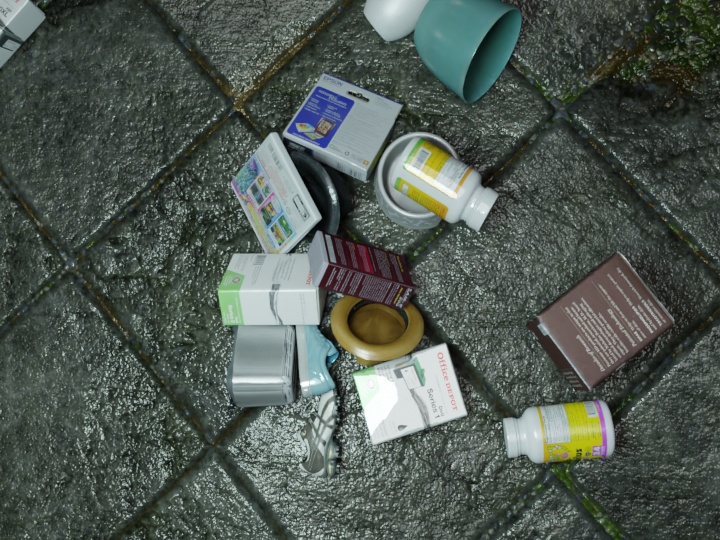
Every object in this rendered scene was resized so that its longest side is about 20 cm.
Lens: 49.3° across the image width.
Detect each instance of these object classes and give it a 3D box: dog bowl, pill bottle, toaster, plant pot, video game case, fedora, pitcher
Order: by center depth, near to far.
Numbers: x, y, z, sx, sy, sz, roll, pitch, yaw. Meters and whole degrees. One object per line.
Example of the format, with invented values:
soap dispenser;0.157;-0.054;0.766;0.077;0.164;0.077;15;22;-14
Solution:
pill bottle;0.373;0.308;1.487;0.194;0.104;0.107;-7;81;5
pill bottle;0.165;-0.163;1.516;0.198;0.111;0.112;32;86;9
toaster;-0.191;0.186;1.539;0.125;0.115;0.204;0;52;2
fedora;0.030;0.123;1.539;0.195;0.083;0.203;6;39;-5
plant pot;0.204;-0.470;1.578;0.160;0.201;0.202;37;87;19
fedora;-0.083;-0.155;1.590;0.090;0.200;0.204;-21;76;-38
video game case;-0.176;-0.144;1.595;0.181;0.023;0.203;-39;75;43
dog bowl;0.122;-0.190;1.610;0.194;0.059;0.206;-1;82;5
pitcher;0.103;-0.586;1.645;0.199;0.172;0.121;-40;109;17

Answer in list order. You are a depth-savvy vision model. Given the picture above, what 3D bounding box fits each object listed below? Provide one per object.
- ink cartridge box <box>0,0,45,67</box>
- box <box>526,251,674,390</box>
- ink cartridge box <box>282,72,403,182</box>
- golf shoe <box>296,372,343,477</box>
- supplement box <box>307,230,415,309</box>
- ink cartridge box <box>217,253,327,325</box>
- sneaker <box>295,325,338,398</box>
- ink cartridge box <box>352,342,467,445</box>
ink cartridge box;-0.830;-0.556;1.751;0.144;0.084;0.201;41;87;10
box;0.445;0.100;1.478;0.199;0.166;0.166;-38;80;0
ink cartridge box;-0.035;-0.302;1.637;0.194;0.047;0.202;24;56;9
golf shoe;-0.082;0.303;1.550;0.092;0.078;0.206;2;81;6
supplement box;0.000;0.000;1.525;0.196;0.110;0.062;16;122;-21
ink cartridge box;-0.168;0.035;1.555;0.194;0.147;0.086;0;120;6
sneaker;-0.084;0.154;1.560;0.080;0.074;0.204;-7;62;0
ink cartridge box;0.099;0.240;1.535;0.195;0.084;0.150;-19;81;3
